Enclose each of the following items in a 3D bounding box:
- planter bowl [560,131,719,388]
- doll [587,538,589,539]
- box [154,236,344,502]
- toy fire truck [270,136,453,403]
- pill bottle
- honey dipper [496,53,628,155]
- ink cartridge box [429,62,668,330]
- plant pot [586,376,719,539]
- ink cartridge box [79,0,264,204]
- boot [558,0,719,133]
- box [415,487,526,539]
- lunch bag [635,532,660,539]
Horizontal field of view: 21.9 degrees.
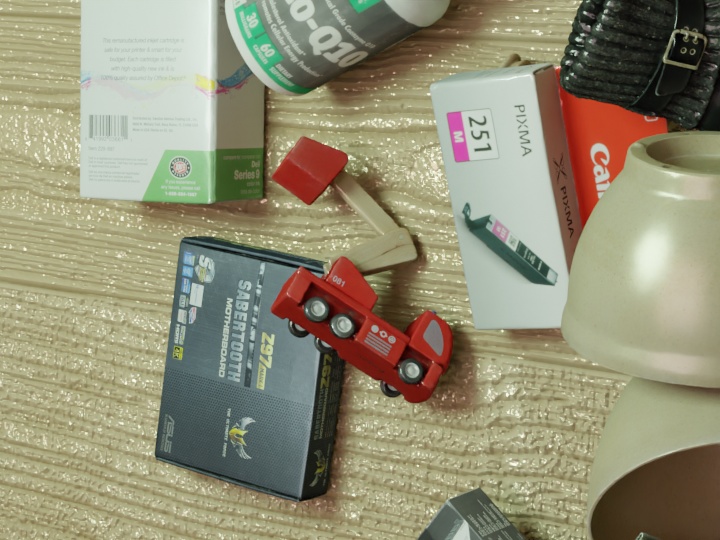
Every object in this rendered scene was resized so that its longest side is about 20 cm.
[{"bbox_3d":[0.240,-0.018,1.275,0.199,0.200,0.135,12,113,30],"label":"planter bowl"},{"bbox_3d":[0.238,0.279,1.398,0.200,0.048,0.137,56,139,13],"label":"doll"},{"bbox_3d":[-0.091,0.081,1.589,0.157,0.051,0.201,13,100,29],"label":"box"},{"bbox_3d":[0.000,0.000,1.501,0.200,0.141,0.049,33,153,-7],"label":"toy fire truck"},{"bbox_3d":[0.000,-0.228,1.472,0.199,0.113,0.114,-27,80,30],"label":"pill bottle"},{"bbox_3d":[0.187,-0.101,1.415,0.200,0.038,0.038,35,111,21],"label":"honey dipper"},{"bbox_3d":[0.152,-0.056,1.408,0.173,0.043,0.201,-3,105,35],"label":"ink cartridge box"},{"bbox_3d":[0.257,0.121,1.317,0.200,0.200,0.135,-26,43,30],"label":"plant pot"},{"bbox_3d":[-0.161,-0.161,1.592,0.145,0.087,0.201,4,97,31],"label":"ink cartridge box"},{"bbox_3d":[0.245,-0.193,1.301,0.157,0.079,0.212,24,105,-5],"label":"boot"},{"bbox_3d":[0.104,0.296,1.444,0.200,0.050,0.158,48,123,22],"label":"box"},{"bbox_3d":[0.170,0.292,1.276,0.164,0.117,0.201,-25,59,44],"label":"lunch bag"}]
